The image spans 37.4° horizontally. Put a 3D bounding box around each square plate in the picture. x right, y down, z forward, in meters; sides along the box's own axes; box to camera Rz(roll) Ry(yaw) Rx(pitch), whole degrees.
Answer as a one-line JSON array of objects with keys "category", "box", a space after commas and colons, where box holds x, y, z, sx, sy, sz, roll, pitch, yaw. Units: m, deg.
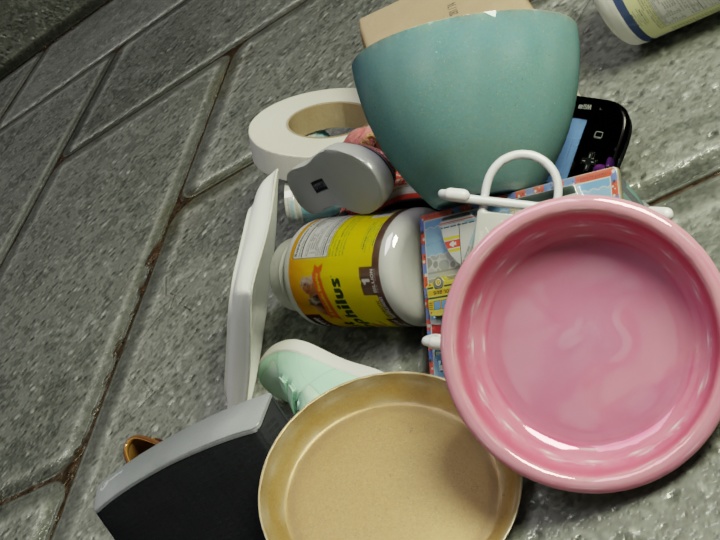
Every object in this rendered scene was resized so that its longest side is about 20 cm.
[{"category": "square plate", "box": [-0.111, 0.031, 1.073, 0.028, 0.201, 0.199, 7, 39, -1]}]

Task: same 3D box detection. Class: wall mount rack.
[{"category": "wall mount rack", "box": [0.139, 0.008, 0.804, 0.172, 0.075, 0.202, 7, 91, 14]}]

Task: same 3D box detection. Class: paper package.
[{"category": "paper package", "box": [0.106, -0.248, 1.209, 0.189, 0.104, 0.200, -22, 33, 7]}]

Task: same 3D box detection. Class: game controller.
[{"category": "game controller", "box": [0.167, -0.115, 0.994, 0.200, 0.042, 0.105, 22, 102, 52]}]

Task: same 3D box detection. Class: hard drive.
[{"category": "hard drive", "box": [-0.123, 0.198, 0.888, 0.199, 0.135, 0.042, -29, 8, 23]}]

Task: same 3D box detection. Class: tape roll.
[{"category": "tape roll", "box": [-0.034, -0.164, 1.274, 0.201, 0.037, 0.203, -5, 31, 3]}]

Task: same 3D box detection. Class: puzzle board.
[{"category": "puzzle board", "box": [0.128, 0.010, 0.870, 0.199, 0.017, 0.152, -12, 78, 41]}]

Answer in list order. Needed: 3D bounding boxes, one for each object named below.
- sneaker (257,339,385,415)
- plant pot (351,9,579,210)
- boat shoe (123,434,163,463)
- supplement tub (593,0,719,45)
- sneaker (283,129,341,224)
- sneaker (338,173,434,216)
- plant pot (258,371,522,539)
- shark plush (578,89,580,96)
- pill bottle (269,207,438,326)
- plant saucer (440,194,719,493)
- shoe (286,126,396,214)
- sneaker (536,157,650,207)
[{"category": "sneaker", "box": [-0.056, 0.132, 0.956, 0.200, 0.074, 0.118, 8, 49, 51]}, {"category": "plant pot", "box": [0.099, -0.127, 0.925, 0.199, 0.199, 0.136, -12, 83, 42]}, {"category": "boat shoe", "box": [-0.177, 0.210, 1.009, 0.072, 0.068, 0.200, -48, 30, -12]}, {"category": "supplement tub", "box": [0.327, -0.321, 1.030, 0.199, 0.145, 0.146, -20, 36, 34]}, {"category": "sneaker", "box": [-0.039, -0.114, 1.298, 0.081, 0.074, 0.201, -2, 34, 7]}, {"category": "sneaker", "box": [0.060, -0.085, 1.119, 0.201, 0.067, 0.108, -12, 43, 46]}, {"category": "plant pot", "box": [0.023, 0.164, 0.800, 0.198, 0.028, 0.201, -7, 47, 7]}, {"category": "shark plush", "box": [0.197, -0.133, 1.060, 0.083, 0.091, 0.200, -52, 46, 21]}, {"category": "pill bottle", "box": [0.000, 0.000, 1.033, 0.199, 0.109, 0.110, -4, 46, 49]}, {"category": "plant saucer", "box": [0.157, 0.050, 0.738, 0.200, 0.201, 0.051, -34, -11, 13]}, {"category": "shoe", "box": [0.002, -0.106, 1.043, 0.091, 0.072, 0.200, -35, 13, -20]}, {"category": "sneaker", "box": [0.147, -0.029, 0.915, 0.199, 0.088, 0.075, -28, 30, 23]}]
